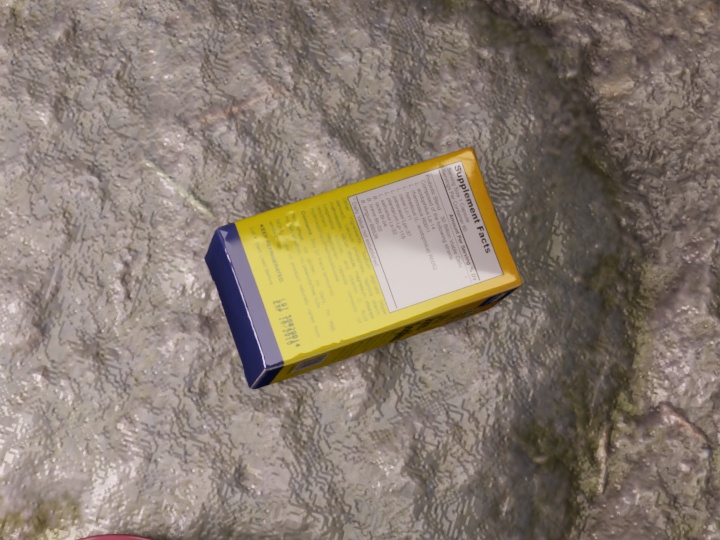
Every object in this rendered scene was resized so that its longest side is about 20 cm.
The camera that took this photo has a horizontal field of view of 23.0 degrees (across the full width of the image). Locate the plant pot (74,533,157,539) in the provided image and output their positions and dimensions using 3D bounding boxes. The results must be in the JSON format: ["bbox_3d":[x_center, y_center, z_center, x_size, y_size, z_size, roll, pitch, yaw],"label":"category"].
[{"bbox_3d":[-0.165,0.272,1.173,0.200,0.179,0.200,2,78,-8],"label":"plant pot"}]

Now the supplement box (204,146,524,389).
[{"bbox_3d":[0.000,0.000,1.292,0.200,0.110,0.109,-18,82,-12],"label":"supplement box"}]
